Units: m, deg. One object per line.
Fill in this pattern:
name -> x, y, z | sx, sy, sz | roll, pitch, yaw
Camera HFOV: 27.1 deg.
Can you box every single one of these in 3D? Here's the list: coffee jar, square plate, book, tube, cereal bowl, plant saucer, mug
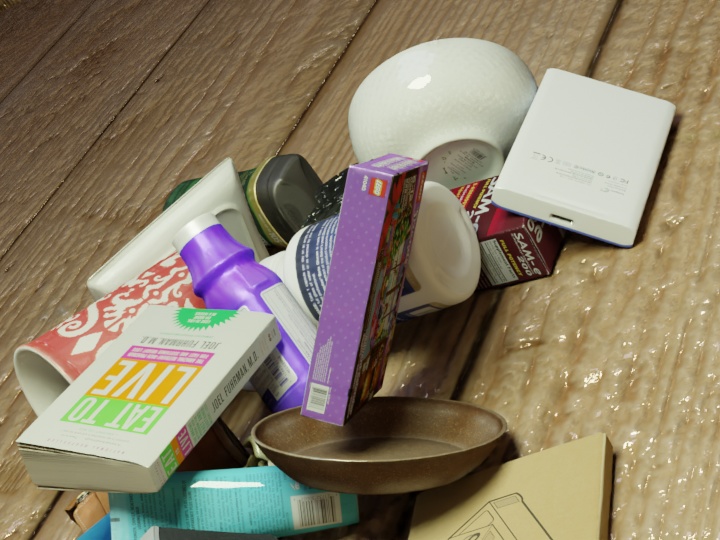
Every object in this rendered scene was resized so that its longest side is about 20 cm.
coffee jar -> -0.127, -0.067, 1.711 | 0.199, 0.105, 0.086 | -12, 35, 40
square plate -> -0.171, 0.015, 1.536 | 0.028, 0.201, 0.198 | 32, 65, 34
book -> -0.167, 0.102, 1.223 | 0.132, 0.048, 0.200 | 1, 34, 29
tube -> -0.101, 0.188, 1.187 | 0.198, 0.078, 0.050 | -6, -10, -5
cereal bowl -> 0.088, -0.130, 1.477 | 0.199, 0.200, 0.084 | -25, 50, 19
plant saucer -> 0.015, 0.137, 1.157 | 0.198, 0.037, 0.200 | -2, 7, 0
mug -> -0.191, 0.084, 1.396 | 0.177, 0.134, 0.200 | 34, 54, 27

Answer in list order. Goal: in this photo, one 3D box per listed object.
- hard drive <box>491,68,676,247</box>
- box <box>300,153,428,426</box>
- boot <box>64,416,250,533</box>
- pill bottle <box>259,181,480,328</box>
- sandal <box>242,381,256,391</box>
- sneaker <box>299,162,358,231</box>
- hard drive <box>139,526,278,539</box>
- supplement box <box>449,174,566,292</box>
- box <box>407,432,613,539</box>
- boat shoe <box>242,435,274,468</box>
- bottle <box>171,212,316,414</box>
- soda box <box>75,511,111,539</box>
hard drive -> 0.210, -0.109, 1.383 | 0.131, 0.026, 0.201 | 18, 44, 10
box -> 0.005, 0.011, 1.200 | 0.039, 0.202, 0.137 | 14, 12, 11
boot -> -0.187, 0.190, 1.352 | 0.155, 0.077, 0.200 | -41, 23, -18
pill bottle -> 0.000, 0.000, 1.354 | 0.199, 0.111, 0.111 | -19, 28, 34
sandal -> -0.074, 0.085, 1.449 | 0.082, 0.050, 0.203 | -14, 15, 8
sneaker -> -0.002, -0.042, 1.517 | 0.075, 0.088, 0.200 | -30, 14, 16
hard drive -> -0.090, 0.249, 1.079 | 0.200, 0.134, 0.043 | -131, 52, -62
supplement box -> 0.097, -0.029, 1.423 | 0.199, 0.061, 0.109 | -15, 30, 34
box -> 0.097, 0.208, 1.044 | 0.162, 0.021, 0.201 | -21, 28, 25
boat shoe -> -0.068, 0.167, 1.254 | 0.200, 0.076, 0.071 | -44, 26, -21
bottle -> -0.093, 0.041, 1.324 | 0.065, 0.201, 0.084 | -28, -14, -35
soda box -> -0.177, 0.267, 1.222 | 0.068, 0.064, 0.200 | -38, 26, -10
